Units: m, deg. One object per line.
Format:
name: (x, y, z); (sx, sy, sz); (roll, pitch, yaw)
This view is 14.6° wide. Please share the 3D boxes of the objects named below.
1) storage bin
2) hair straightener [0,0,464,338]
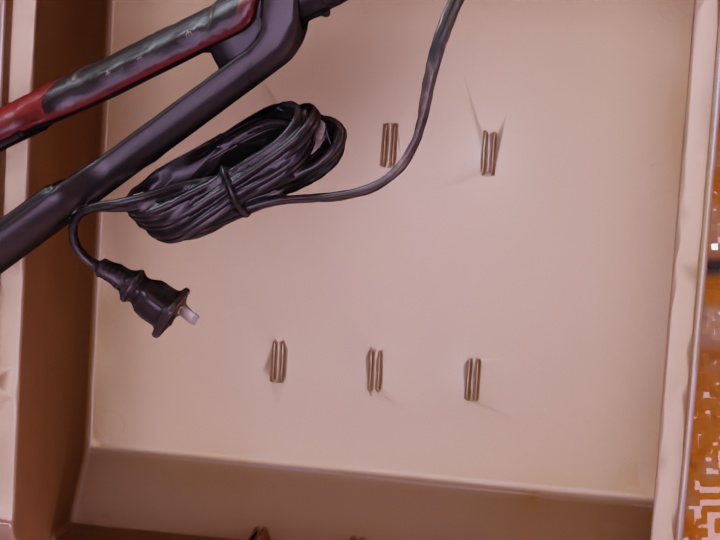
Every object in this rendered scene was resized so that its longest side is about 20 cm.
storage bin: (0.000, 0.000, 0.814); (0.199, 0.094, 0.199); (5, 98, 8)
hair straightener: (-0.056, -0.023, 0.759); (0.200, 0.041, 0.077); (-27, 93, 7)
